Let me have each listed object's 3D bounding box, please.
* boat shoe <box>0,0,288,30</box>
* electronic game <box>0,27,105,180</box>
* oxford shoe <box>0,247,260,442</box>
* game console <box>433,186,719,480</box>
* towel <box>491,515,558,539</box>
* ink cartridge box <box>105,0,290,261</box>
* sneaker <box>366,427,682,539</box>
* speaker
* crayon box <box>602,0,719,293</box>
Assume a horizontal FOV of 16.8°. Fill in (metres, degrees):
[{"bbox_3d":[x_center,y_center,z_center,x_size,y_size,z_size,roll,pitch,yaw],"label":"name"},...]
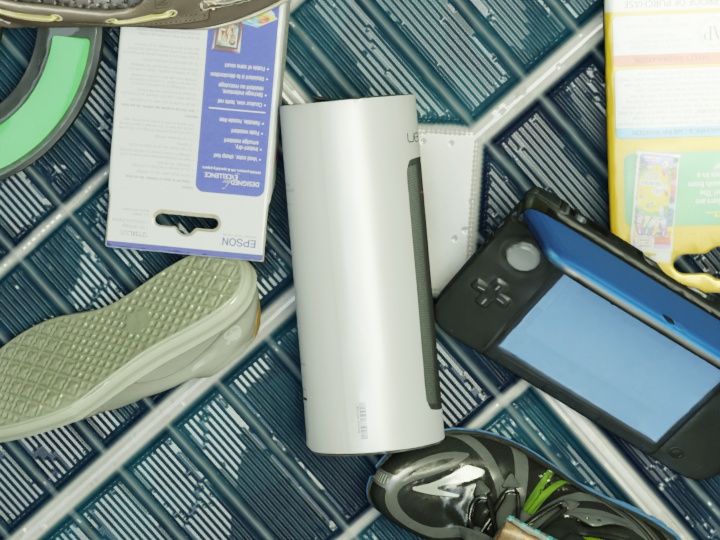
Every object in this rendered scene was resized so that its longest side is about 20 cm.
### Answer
[{"bbox_3d":[-0.119,-0.168,1.347,0.198,0.060,0.073,-4,94,5],"label":"boat shoe"},{"bbox_3d":[-0.245,-0.145,1.407,0.198,0.042,0.202,1,100,4],"label":"electronic game"},{"bbox_3d":[-0.142,0.053,1.425,0.199,0.076,0.058,-26,142,10],"label":"oxford shoe"},{"bbox_3d":[0.149,0.056,1.328,0.199,0.119,0.171,31,132,-10],"label":"game console"},{"bbox_3d":[0.112,0.232,1.404,0.146,0.022,0.201,25,133,1],"label":"towel"},{"bbox_3d":[-0.091,-0.110,1.396,0.094,0.037,0.202,5,93,3],"label":"ink cartridge box"},{"bbox_3d":[0.100,0.148,1.409,0.198,0.083,0.071,22,102,3],"label":"sneaker"},{"bbox_3d":[0.000,0.000,1.382,0.080,0.081,0.202,-5,92,5],"label":"speaker"},{"bbox_3d":[0.200,-0.090,1.375,0.125,0.052,0.202,-1,99,5],"label":"crayon box"}]
